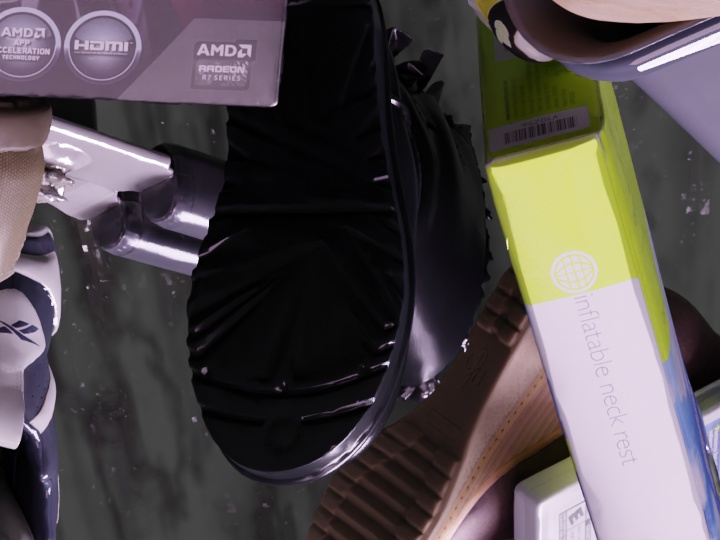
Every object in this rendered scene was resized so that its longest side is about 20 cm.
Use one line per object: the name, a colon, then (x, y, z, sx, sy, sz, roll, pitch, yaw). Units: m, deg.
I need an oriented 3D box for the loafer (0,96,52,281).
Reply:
loafer: (-0.180, -0.030, 0.999, 0.076, 0.068, 0.200, 1, -178, -41)

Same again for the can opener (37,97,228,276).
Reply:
can opener: (-0.073, -0.035, 1.090, 0.053, 0.067, 0.200, -23, 149, 37)

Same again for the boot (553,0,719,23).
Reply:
boot: (0.042, -0.144, 0.805, 0.201, 0.144, 0.071, 1, 150, 0)

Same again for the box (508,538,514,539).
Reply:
box: (0.082, 0.231, 1.305, 0.115, 0.200, 0.132, 12, 160, -23)

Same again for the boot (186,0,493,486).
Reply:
boot: (-0.001, 0.001, 1.026, 0.073, 0.199, 0.162, -6, 155, 13)

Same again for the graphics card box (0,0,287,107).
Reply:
graphics card box: (-0.079, -0.151, 0.884, 0.125, 0.051, 0.200, 2, 111, -14)

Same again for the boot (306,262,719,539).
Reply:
boot: (0.082, 0.095, 1.225, 0.166, 0.072, 0.200, 27, 103, -38)

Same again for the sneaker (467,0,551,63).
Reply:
sneaker: (0.131, -0.106, 1.026, 0.200, 0.076, 0.075, -9, 139, -2)

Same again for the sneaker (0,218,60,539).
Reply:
sneaker: (-0.171, 0.082, 1.154, 0.079, 0.130, 0.199, 18, 134, -29)

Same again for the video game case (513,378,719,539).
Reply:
video game case: (0.146, 0.108, 1.234, 0.200, 0.018, 0.143, -25, 130, -29)

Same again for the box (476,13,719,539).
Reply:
box: (0.089, 0.012, 1.078, 0.048, 0.122, 0.200, -14, 119, 8)

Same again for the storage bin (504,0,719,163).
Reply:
storage bin: (0.118, -0.137, 0.909, 0.145, 0.200, 0.134, -23, 150, 16)
